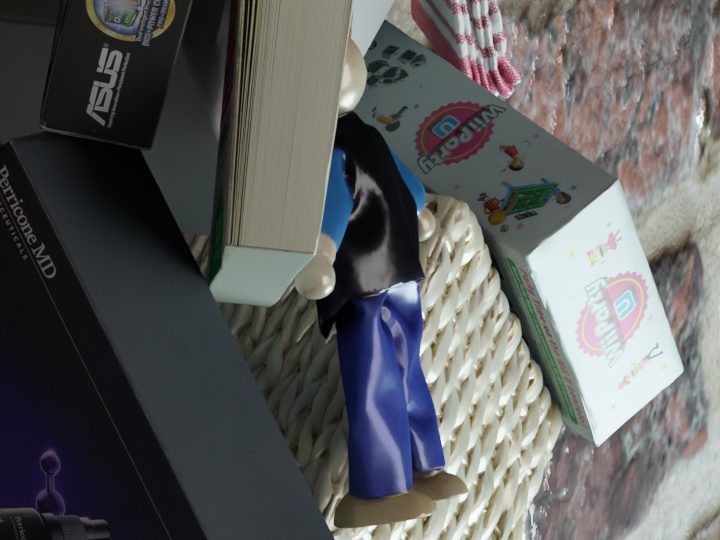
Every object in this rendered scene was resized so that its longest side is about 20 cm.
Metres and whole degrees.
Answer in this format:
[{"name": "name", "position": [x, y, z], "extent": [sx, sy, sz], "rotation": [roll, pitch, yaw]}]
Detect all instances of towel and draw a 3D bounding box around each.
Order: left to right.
[{"name": "towel", "position": [0.038, -0.197, 1.421], "extent": [0.146, 0.030, 0.201], "rotation": [-118, -163, -66]}]

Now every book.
[{"name": "book", "position": [-0.029, -0.095, 1.065], "extent": [0.134, 0.048, 0.201], "rotation": [130, -35, -78]}]

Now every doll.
[{"name": "doll", "position": [0.000, 0.000, 1.159], "extent": [0.136, 0.048, 0.201], "rotation": [-17, 98, -68]}]

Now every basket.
[{"name": "basket", "position": [-0.023, 0.083, 1.322], "extent": [0.201, 0.160, 0.198], "rotation": [-67, 148, -31]}]

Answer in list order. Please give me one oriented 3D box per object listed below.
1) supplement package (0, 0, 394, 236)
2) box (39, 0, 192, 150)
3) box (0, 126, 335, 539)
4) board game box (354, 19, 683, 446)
[{"name": "supplement package", "position": [-0.068, -0.128, 1.222], "extent": [0.200, 0.119, 0.121], "rotation": [-62, 148, -34]}, {"name": "box", "position": [-0.068, -0.170, 1.018], "extent": [0.161, 0.044, 0.200], "rotation": [-86, -168, -46]}, {"name": "box", "position": [-0.113, 0.063, 1.069], "extent": [0.201, 0.141, 0.079], "rotation": [63, 29, 4]}, {"name": "board game box", "position": [0.057, -0.023, 1.403], "extent": [0.064, 0.200, 0.148], "rotation": [-39, 138, -14]}]
